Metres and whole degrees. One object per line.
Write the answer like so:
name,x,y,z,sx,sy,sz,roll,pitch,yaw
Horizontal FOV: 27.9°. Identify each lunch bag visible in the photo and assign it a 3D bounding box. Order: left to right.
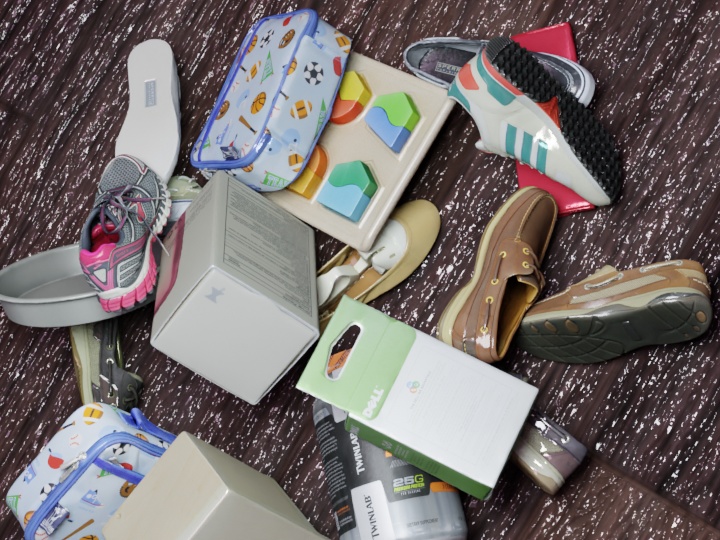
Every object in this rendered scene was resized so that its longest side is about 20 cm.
lunch bag,-0.241,0.218,1.442,0.160,0.200,0.076,-47,50,6
lunch bag,-0.100,-0.175,1.529,0.160,0.076,0.200,7,69,55

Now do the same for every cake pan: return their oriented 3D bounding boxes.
cake pan,-0.292,0.013,1.539,0.200,0.200,0.037,-1,109,21

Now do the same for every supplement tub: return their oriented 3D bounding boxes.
supplement tub,0.024,0.178,1.401,0.122,0.123,0.200,-19,71,16

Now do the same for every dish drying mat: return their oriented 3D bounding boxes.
dish drying mat,0.191,-0.150,1.475,0.077,0.018,0.200,-11,75,21

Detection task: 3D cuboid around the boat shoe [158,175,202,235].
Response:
boat shoe,-0.202,-0.073,1.579,0.200,0.072,0.062,1,74,23

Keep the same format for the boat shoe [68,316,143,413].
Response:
boat shoe,-0.266,0.124,1.553,0.066,0.072,0.201,-15,73,-4

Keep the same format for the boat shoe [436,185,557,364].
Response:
boat shoe,0.146,0.008,1.389,0.068,0.072,0.200,8,60,42

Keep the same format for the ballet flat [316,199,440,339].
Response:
ballet flat,0.000,0.000,1.486,0.200,0.063,0.069,-44,68,6

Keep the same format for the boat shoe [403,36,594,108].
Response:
boat shoe,0.136,-0.199,1.464,0.200,0.068,0.072,18,88,30

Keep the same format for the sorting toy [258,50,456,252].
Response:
sorting toy,-0.012,-0.131,1.500,0.200,0.036,0.185,29,88,45

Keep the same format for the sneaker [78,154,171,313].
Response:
sneaker,-0.238,-0.052,1.453,0.081,0.075,0.200,-18,41,10

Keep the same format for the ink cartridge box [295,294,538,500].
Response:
ink cartridge box,0.050,0.116,1.329,0.200,0.059,0.104,26,71,5

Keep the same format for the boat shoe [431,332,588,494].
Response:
boat shoe,0.138,0.127,1.402,0.065,0.072,0.200,-39,62,-8

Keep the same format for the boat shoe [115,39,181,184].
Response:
boat shoe,-0.228,-0.157,1.595,0.072,0.069,0.200,-12,60,6

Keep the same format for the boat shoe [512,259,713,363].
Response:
boat shoe,0.240,0.036,1.387,0.200,0.076,0.074,-10,46,28

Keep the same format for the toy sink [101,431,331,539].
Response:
toy sink,-0.129,0.265,1.422,0.130,0.200,0.112,-51,43,3

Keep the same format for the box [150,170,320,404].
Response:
box,-0.122,0.014,1.433,0.109,0.128,0.200,-48,22,22

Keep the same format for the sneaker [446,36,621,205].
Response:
sneaker,0.168,-0.133,1.422,0.200,0.070,0.093,45,135,-11
